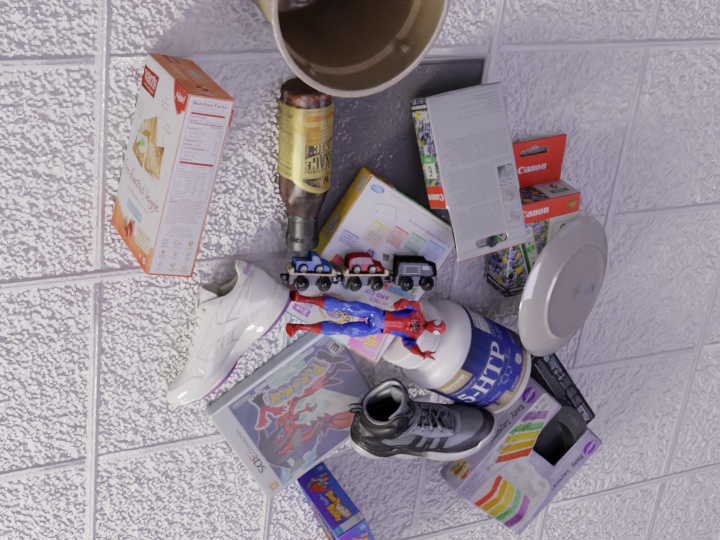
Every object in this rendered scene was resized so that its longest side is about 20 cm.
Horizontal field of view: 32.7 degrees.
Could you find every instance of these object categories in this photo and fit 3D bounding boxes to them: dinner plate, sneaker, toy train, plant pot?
[{"bbox_3d":[0.281,0.026,1.645,0.199,0.024,0.202,-30,132,-38],"label":"dinner plate"},{"bbox_3d":[0.079,0.193,1.590,0.197,0.076,0.114,-5,147,4],"label":"sneaker"},{"bbox_3d":[0.000,0.000,1.480,0.198,0.034,0.046,0,105,-18],"label":"toy train"},{"bbox_3d":[-0.176,0.073,1.473,0.099,0.075,0.200,40,96,-15],"label":"sneaker"},{"bbox_3d":[-0.036,-0.305,1.258,0.198,0.183,0.203,-14,123,-23],"label":"plant pot"}]

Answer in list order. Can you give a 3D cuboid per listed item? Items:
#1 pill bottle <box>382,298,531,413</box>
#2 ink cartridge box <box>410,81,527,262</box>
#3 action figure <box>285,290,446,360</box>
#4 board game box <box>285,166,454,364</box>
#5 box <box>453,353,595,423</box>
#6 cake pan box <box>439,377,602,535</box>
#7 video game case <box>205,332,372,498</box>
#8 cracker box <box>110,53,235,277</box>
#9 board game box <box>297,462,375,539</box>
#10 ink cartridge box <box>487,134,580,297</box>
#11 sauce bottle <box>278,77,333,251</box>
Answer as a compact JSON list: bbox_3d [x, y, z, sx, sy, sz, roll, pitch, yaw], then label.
[{"bbox_3d":[0.122,0.107,1.624,0.199,0.120,0.120,24,102,-37],"label":"pill bottle"},{"bbox_3d":[0.134,-0.121,1.501,0.108,0.050,0.203,-15,99,-23],"label":"ink cartridge box"},{"bbox_3d":[0.019,0.064,1.469,0.198,0.099,0.066,5,94,-19],"label":"action figure"},{"bbox_3d":[0.012,-0.005,1.523,0.152,0.040,0.201,31,98,-25],"label":"board game box"},{"bbox_3d":[0.233,0.216,1.799,0.193,0.048,0.200,-41,130,-2],"label":"box"},{"bbox_3d":[0.237,0.267,1.770,0.200,0.052,0.184,-47,133,2],"label":"cake pan box"},{"bbox_3d":[-0.081,0.184,1.608,0.199,0.023,0.183,-36,129,-9],"label":"video game case"},{"bbox_3d":[-0.203,-0.112,1.299,0.057,0.134,0.202,5,113,-31],"label":"cracker box"},{"bbox_3d":[-0.011,0.377,1.686,0.044,0.134,0.201,-30,128,-11],"label":"board game box"},{"bbox_3d":[0.233,-0.072,1.623,0.108,0.050,0.202,-13,123,-25],"label":"ink cartridge box"},{"bbox_3d":[-0.064,-0.120,1.423,0.065,0.066,0.202,-13,123,-24],"label":"sauce bottle"}]
